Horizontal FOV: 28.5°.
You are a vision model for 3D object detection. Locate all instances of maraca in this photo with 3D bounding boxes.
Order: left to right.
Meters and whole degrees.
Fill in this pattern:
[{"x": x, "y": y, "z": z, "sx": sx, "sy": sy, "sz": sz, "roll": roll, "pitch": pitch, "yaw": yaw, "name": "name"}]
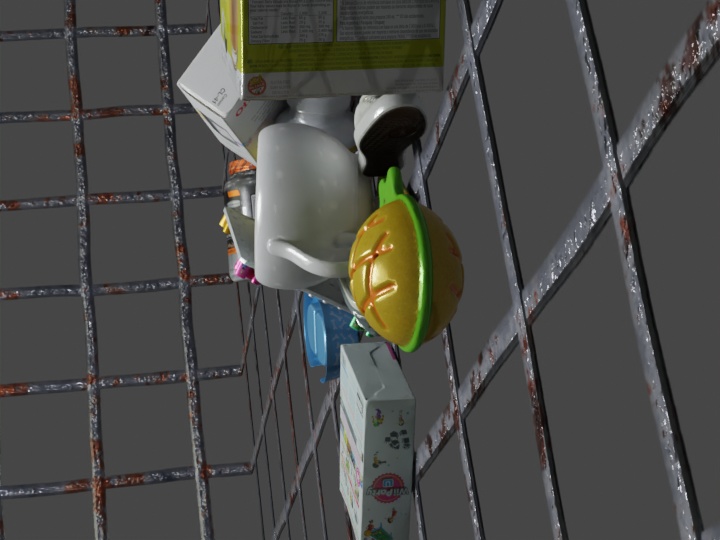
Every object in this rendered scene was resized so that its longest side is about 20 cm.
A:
[{"x": 0.039, "y": -0.011, "z": 1.341, "sx": 0.201, "sy": 0.105, "sz": 0.138, "roll": -108, "pitch": 25, "yaw": -52, "name": "maraca"}]

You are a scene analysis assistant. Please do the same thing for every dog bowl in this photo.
[{"x": -0.041, "y": 0.087, "z": 1.972, "sx": 0.200, "sy": 0.049, "sz": 0.113, "roll": -141, "pitch": 48, "yaw": -75, "name": "dog bowl"}]

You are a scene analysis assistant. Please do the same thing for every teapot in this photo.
[{"x": -0.045, "y": -0.069, "z": 1.580, "sx": 0.198, "sy": 0.144, "sz": 0.203, "roll": 100, "pitch": 172, "yaw": -75, "name": "teapot"}]

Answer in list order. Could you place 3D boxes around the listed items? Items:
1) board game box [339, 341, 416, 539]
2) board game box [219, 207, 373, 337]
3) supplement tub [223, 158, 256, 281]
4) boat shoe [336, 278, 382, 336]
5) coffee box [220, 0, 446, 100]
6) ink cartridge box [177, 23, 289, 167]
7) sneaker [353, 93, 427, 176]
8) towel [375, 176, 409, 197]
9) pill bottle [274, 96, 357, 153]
[{"x": 0.017, "y": 0.206, "z": 1.661, "sx": 0.148, "sy": 0.063, "sz": 0.203, "roll": -114, "pitch": 24, "yaw": -65, "name": "board game box"}, {"x": -0.076, "y": 0.002, "z": 1.751, "sx": 0.026, "sy": 0.198, "sz": 0.200, "roll": -60, "pitch": 20, "yaw": 13, "name": "board game box"}, {"x": -0.169, "y": -0.085, "z": 2.404, "sx": 0.122, "sy": 0.121, "sz": 0.203, "roll": 153, "pitch": 113, "yaw": -79, "name": "supplement tub"}, {"x": 0.000, "y": 0.000, "z": 1.657, "sx": 0.201, "sy": 0.072, "sz": 0.062, "roll": -109, "pitch": 1, "yaw": -53, "name": "boat shoe"}, {"x": -0.033, "y": -0.287, "z": 1.377, "sx": 0.200, "sy": 0.197, "sz": 0.201, "roll": -121, "pitch": 29, "yaw": -67, "name": "coffee box"}, {"x": -0.133, "y": -0.233, "z": 1.777, "sx": 0.148, "sy": 0.085, "sz": 0.200, "roll": -54, "pitch": -17, "yaw": -7, "name": "ink cartridge box"}, {"x": 0.022, "y": -0.164, "z": 1.470, "sx": 0.200, "sy": 0.072, "sz": 0.086, "roll": 124, "pitch": 139, "yaw": -75, "name": "sneaker"}, {"x": 0.044, "y": -0.057, "z": 1.552, "sx": 0.201, "sy": 0.018, "sz": 0.087, "roll": -111, "pitch": 25, "yaw": -61, "name": "towel"}, {"x": -0.056, "y": -0.143, "z": 1.791, "sx": 0.112, "sy": 0.110, "sz": 0.202, "roll": -110, "pitch": 19, "yaw": -56, "name": "pill bottle"}]
